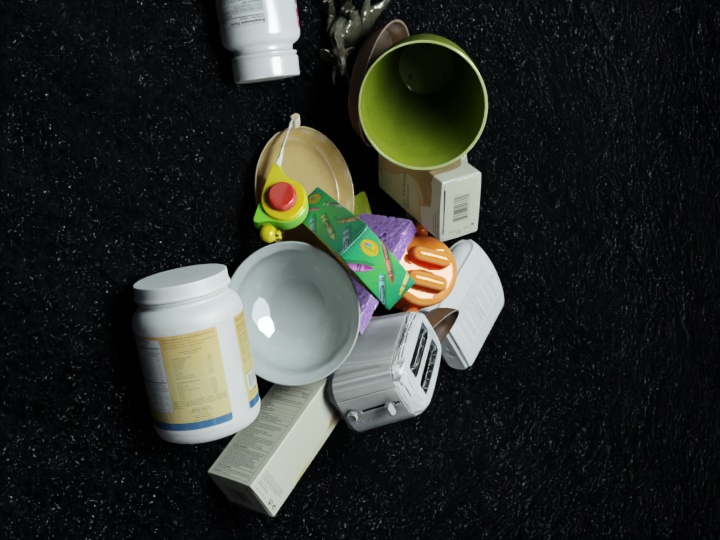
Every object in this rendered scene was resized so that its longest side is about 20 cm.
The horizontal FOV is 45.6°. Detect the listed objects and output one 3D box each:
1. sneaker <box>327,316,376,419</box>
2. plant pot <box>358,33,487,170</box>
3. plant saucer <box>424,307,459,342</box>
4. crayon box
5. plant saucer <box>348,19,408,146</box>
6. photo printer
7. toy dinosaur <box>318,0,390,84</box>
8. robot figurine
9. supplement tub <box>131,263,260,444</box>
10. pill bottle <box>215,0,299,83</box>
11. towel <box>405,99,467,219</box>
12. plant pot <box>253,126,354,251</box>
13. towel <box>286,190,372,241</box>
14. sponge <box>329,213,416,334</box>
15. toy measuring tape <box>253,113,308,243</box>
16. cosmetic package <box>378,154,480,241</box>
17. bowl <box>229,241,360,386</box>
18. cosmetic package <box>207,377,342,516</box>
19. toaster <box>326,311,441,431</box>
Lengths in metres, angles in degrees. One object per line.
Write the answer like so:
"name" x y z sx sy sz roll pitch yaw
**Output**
"sneaker" -0.003 0.162 1.391 0.081 0.074 0.201 54 54 -33
"plant pot" 0.097 -0.278 1.294 0.201 0.184 0.189 -78 148 -60
"plant saucer" 0.090 0.134 1.449 0.200 0.034 0.201 -45 163 -17
"crayon box" -0.013 -0.036 1.222 0.058 0.200 0.119 -44 120 -2
"plant saucer" 0.028 -0.303 1.378 0.201 0.034 0.202 -54 154 -42
"photo printer" 0.193 0.056 1.603 0.167 0.069 0.201 55 53 -32
"toy dinosaur" -0.016 -0.393 1.370 0.103 0.076 0.201 91 24 -43
"robot figurine" 0.091 0.005 1.417 0.115 0.200 0.146 -25 89 -14
"supplement tub" -0.214 0.105 1.108 0.144 0.143 0.204 -21 106 -45
"pill bottle" -0.144 -0.369 1.190 0.113 0.112 0.204 -19 105 -45
"towel" 0.128 -0.180 1.442 0.034 0.192 0.204 -7 98 -28
"plant pot" -0.089 -0.118 1.310 0.198 0.027 0.204 5 83 -43
"towel" -0.042 -0.052 1.382 0.199 0.018 0.087 -36 117 -41
"sponge" 0.000 0.000 1.336 0.202 0.110 0.030 -60 137 -24
"toy measuring tape" -0.098 -0.129 1.233 0.073 0.073 0.203 35 63 -42
"cosmetic package" 0.105 -0.142 1.349 0.070 0.200 0.107 -16 125 -22
"bowl" -0.095 0.058 1.242 0.090 0.197 0.205 -63 151 -85
"cosmetic package" -0.118 0.247 1.249 0.201 0.104 0.072 -51 127 -31
"toaster" 0.041 0.141 1.281 0.114 0.128 0.201 59 32 -28
